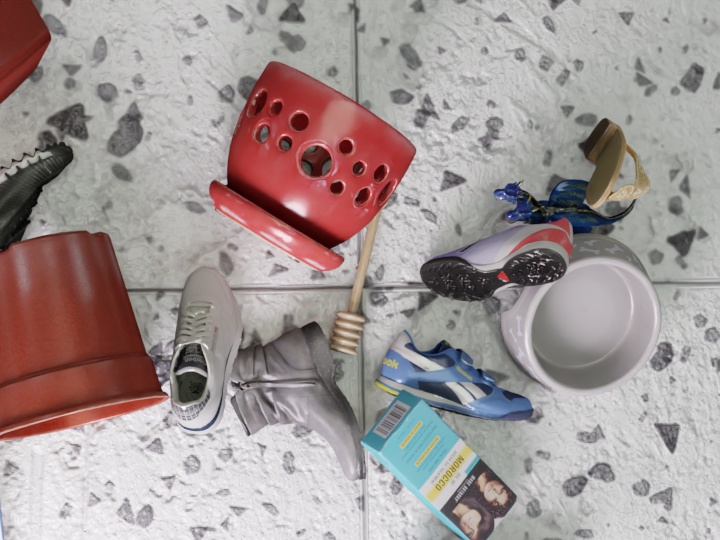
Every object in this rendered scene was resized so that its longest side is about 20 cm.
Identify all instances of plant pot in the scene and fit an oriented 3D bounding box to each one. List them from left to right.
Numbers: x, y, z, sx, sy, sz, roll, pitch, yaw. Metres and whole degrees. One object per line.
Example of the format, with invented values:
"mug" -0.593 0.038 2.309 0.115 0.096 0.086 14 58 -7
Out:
"plant pot" -0.454 -0.257 1.534 0.176 0.200 0.201 -32 94 -23
"plant pot" -0.329 0.069 1.545 0.199 0.201 0.197 -13 82 -11
"plant pot" -0.063 -0.113 1.597 0.200 0.200 0.183 31 92 -8

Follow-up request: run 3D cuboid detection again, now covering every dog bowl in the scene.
"dog bowl" 0.272 0.060 1.688 0.198 0.059 0.202 -4 108 -11

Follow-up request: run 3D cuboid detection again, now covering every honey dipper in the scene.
"honey dipper" 0.000 0.000 1.682 0.038 0.038 0.202 14 83 -10

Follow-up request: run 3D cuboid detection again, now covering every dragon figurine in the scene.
"dragon figurine" 0.254 -0.072 1.695 0.198 0.100 0.059 -2 71 -9

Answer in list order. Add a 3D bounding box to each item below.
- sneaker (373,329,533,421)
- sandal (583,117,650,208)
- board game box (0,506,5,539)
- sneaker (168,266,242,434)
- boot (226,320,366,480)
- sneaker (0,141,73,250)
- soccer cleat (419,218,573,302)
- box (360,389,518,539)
"sneaker" 0.119 0.131 1.681 0.198 0.074 0.083 17 82 -11
"sandal" 0.314 -0.119 1.667 0.069 0.212 0.078 29 114 -8
"board game box" -0.490 0.333 1.542 0.198 0.037 0.153 -6 114 -12
"sneaker" -0.181 0.082 1.595 0.076 0.081 0.202 -5 64 9
"boot" -0.078 0.171 1.650 0.131 0.070 0.201 -21 81 -8
"sneaker" -0.401 -0.067 1.593 0.199 0.066 0.091 -34 97 -7
"soccer cleat" 0.163 -0.014 1.665 0.068 0.199 0.073 55 41 -29
"box" 0.095 0.235 1.647 0.082 0.049 0.200 -50 118 -11
